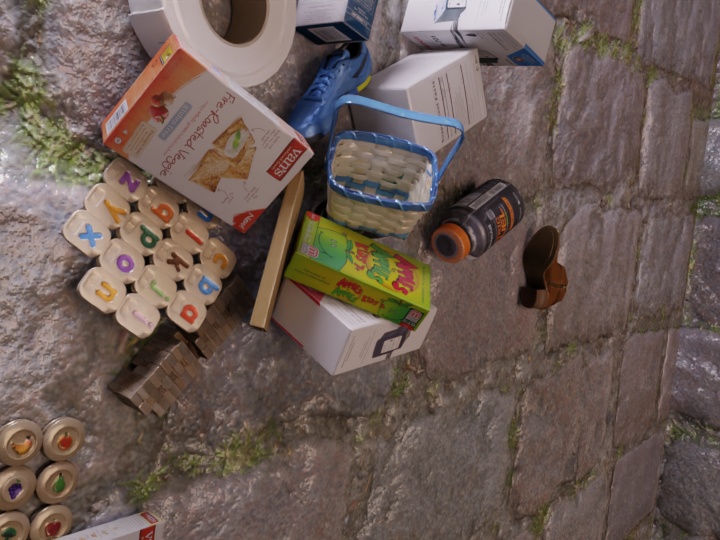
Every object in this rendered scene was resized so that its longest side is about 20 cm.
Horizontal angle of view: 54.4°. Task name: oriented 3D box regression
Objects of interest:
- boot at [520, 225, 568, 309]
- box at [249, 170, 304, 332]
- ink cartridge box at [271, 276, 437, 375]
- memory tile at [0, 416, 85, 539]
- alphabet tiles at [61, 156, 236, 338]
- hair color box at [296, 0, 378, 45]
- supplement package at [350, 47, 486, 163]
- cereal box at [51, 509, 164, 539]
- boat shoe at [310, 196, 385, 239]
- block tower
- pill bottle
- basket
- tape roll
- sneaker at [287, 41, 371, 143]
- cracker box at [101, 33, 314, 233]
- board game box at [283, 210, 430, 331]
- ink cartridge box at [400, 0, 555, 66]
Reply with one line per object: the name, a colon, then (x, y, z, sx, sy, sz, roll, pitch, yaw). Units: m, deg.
boot: (0.444, -0.006, 1.622, 0.155, 0.077, 0.201, -3, 103, -48)
box: (-0.108, -0.019, 0.921, 0.163, 0.021, 0.201, 135, -30, -81)
ink cartridge box: (-0.006, 0.063, 1.037, 0.200, 0.145, 0.084, -9, 129, -49)
memory tile: (-0.389, 0.231, 0.733, 0.200, 0.017, 0.154, 9, 91, -50)
alphabet tiles: (-0.240, -0.027, 0.821, 0.196, 0.015, 0.200, 43, 57, -31)
hair color box: (-0.018, -0.419, 0.964, 0.060, 0.100, 0.201, 18, 85, -51)
supplement package: (0.094, -0.265, 1.114, 0.200, 0.121, 0.120, -38, 126, -38)
cereal box: (-0.328, 0.374, 0.810, 0.200, 0.039, 0.144, -1, 106, -49)
boat shoe: (0.005, -0.082, 1.093, 0.200, 0.068, 0.072, -4, 100, -45)
block tower: (-0.218, 0.090, 0.875, 0.200, 0.058, 0.054, -51, 133, -27)
pill bottle: (0.215, -0.088, 1.312, 0.200, 0.106, 0.106, -36, 124, -39)
basket: (0.030, -0.146, 0.974, 0.200, 0.176, 0.139, 116, -17, -52)
tape roll: (-0.170, -0.317, 0.830, 0.202, 0.071, 0.203, -15, 110, -48)
sneaker: (-0.048, -0.258, 0.978, 0.200, 0.066, 0.079, -56, 154, -32)
cracker box: (-0.171, -0.149, 0.802, 0.134, 0.058, 0.200, -47, 128, 12)
board game box: (0.000, 0.000, 0.978, 0.048, 0.200, 0.102, -58, -166, 35)
ink cartridge box: (0.190, -0.397, 1.139, 0.146, 0.200, 0.086, 15, 88, -50)
